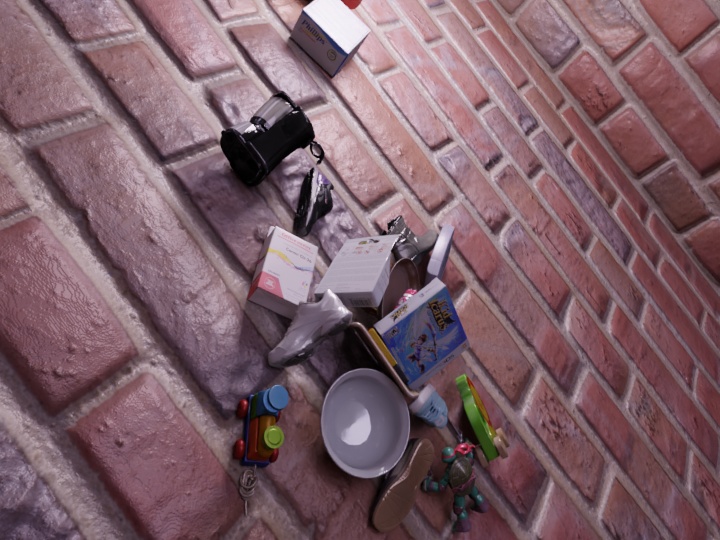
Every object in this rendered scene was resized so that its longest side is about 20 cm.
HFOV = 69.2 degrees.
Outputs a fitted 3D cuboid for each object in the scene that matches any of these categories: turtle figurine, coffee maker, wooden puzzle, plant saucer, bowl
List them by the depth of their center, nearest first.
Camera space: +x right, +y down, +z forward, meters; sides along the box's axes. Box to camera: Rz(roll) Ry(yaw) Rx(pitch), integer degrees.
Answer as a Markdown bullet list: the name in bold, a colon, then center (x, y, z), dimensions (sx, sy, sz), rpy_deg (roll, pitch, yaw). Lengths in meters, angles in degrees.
- **bowl**: center (-0.004, 0.308, 1.054), dimensions (0.194, 0.090, 0.209), rpy_deg (8, 70, -24)
- **turtle figurine**: center (0.204, 0.446, 1.125), dimensions (0.146, 0.100, 0.206), rpy_deg (-25, 96, -12)
- **wooden puzzle**: center (0.047, 0.185, 1.130), dimensions (0.037, 0.185, 0.201), rpy_deg (-40, 88, -7)
- **coffee maker**: center (-0.204, -0.297, 1.235), dimensions (0.189, 0.136, 0.201), rpy_deg (35, 54, 5)
- **plant saucer**: center (0.089, 0.071, 1.256), dimensions (0.198, 0.031, 0.208), rpy_deg (-20, 114, -58)

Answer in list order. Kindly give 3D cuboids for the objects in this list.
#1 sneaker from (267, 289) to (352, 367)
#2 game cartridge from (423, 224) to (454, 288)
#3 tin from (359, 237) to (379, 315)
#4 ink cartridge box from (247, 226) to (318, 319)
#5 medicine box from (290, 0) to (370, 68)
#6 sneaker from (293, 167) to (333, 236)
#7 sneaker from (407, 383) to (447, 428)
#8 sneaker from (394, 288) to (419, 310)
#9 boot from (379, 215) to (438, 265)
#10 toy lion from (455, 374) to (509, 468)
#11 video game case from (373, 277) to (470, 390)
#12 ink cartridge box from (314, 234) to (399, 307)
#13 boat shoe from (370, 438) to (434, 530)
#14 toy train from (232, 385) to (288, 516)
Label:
- **sneaker**: center (-0.114, 0.117, 1.067), dimensions (0.197, 0.078, 0.101), rpy_deg (-35, 66, -1)
- **game cartridge**: center (0.211, -0.023, 1.403), dimensions (0.040, 0.136, 0.203), rpy_deg (13, 46, 16)
- **tin**: center (0.030, 0.015, 1.306), dimensions (0.109, 0.042, 0.207), rpy_deg (14, 57, -35)
- **ink cartridge box**: center (-0.165, -0.013, 1.153), dimensions (0.114, 0.067, 0.205), rpy_deg (26, 51, -22)
- **medicine box**: center (-0.091, -0.737, 1.617), dimensions (0.181, 0.103, 0.202), rpy_deg (40, 48, -10)
- **sneaker**: center (-0.103, -0.160, 1.287), dimensions (0.086, 0.075, 0.205), rpy_deg (29, 50, -27)
- **sneaker**: center (0.159, 0.302, 1.138), dimensions (0.082, 0.074, 0.199), rpy_deg (43, 4, 22)
- **sneaker**: center (0.123, 0.145, 1.236), dimensions (0.074, 0.079, 0.205), rpy_deg (-39, 123, -35)
- **boot**: center (0.136, -0.096, 1.412), dimensions (0.200, 0.067, 0.133), rpy_deg (-44, 108, -42)
- **toy lion**: center (0.277, 0.341, 1.227), dimensions (0.196, 0.067, 0.199), rpy_deg (65, 11, 14)
- **video game case**: center (0.144, 0.149, 1.176), dimensions (0.179, 0.045, 0.203), rpy_deg (-36, 125, -9)
- **ink cartridge box**: center (0.000, 0.000, 1.211), dimensions (0.048, 0.155, 0.202), rpy_deg (63, 38, -32)
- **boat shoe**: center (0.081, 0.436, 1.075), dimensions (0.072, 0.064, 0.202), rpy_deg (43, 65, -17)
- **toy train**: center (-0.170, 0.313, 0.921), dimensions (0.082, 0.115, 0.206), rpy_deg (15, 55, -27)
